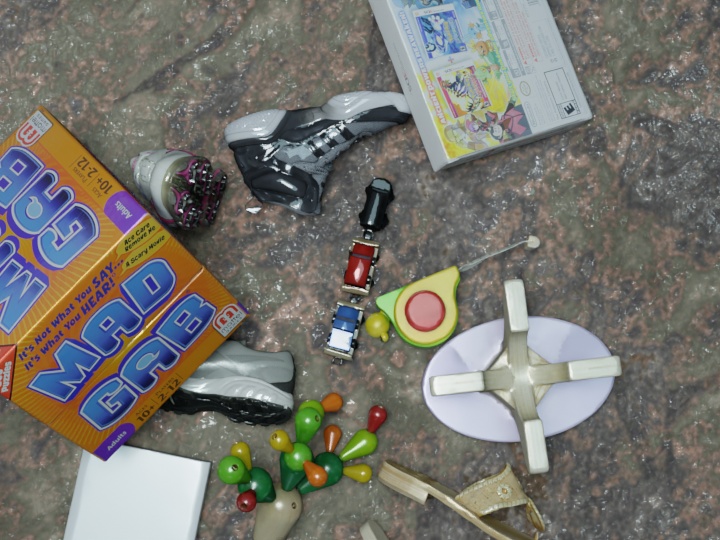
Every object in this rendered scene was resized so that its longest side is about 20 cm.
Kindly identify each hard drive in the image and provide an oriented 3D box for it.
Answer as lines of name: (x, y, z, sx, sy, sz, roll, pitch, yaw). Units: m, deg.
hard drive: (-0.236, 0.282, 1.225, 0.131, 0.027, 0.202, 11, 84, 1)

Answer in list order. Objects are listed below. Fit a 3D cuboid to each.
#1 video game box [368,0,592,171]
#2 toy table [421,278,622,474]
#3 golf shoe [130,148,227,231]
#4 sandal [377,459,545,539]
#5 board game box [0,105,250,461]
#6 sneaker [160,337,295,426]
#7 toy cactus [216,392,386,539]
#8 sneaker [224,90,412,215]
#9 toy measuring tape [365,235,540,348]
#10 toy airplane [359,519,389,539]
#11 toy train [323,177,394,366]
video game box: (0.124, -0.221, 1.250, 0.181, 0.047, 0.201, -17, 83, -24)
toy table: (0.162, 0.105, 1.203, 0.199, 0.117, 0.185, -18, 84, -1)
golf shoe: (-0.189, -0.083, 1.180, 0.091, 0.200, 0.073, 19, 89, 0)
sandal: (0.125, 0.221, 1.209, 0.210, 0.078, 0.070, 24, 90, 7)
board game box: (-0.269, 0.014, 1.133, 0.200, 0.200, 0.200, -45, 55, -5)
sneaker: (-0.161, 0.103, 1.232, 0.198, 0.074, 0.080, 10, 59, 4)
toy cactus: (-0.060, 0.208, 1.189, 0.102, 0.199, 0.166, 35, 120, 27)
sneaker: (-0.036, -0.117, 1.252, 0.198, 0.075, 0.115, -11, 90, -2)
toy measuring tape: (0.101, 0.031, 1.235, 0.199, 0.074, 0.074, -22, 84, -3)
toy airplane: (0.068, 0.343, 1.141, 0.198, 0.200, 0.142, 32, 114, -4)
toy train: (0.000, 0.000, 1.249, 0.034, 0.046, 0.202, 14, 84, 1)
